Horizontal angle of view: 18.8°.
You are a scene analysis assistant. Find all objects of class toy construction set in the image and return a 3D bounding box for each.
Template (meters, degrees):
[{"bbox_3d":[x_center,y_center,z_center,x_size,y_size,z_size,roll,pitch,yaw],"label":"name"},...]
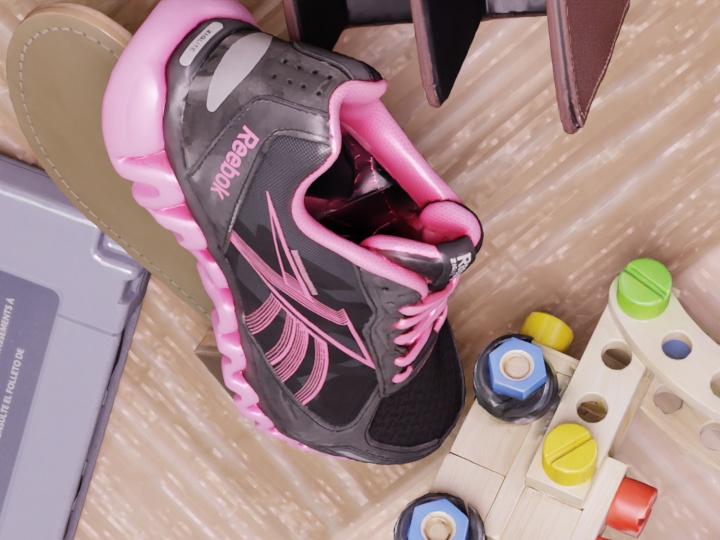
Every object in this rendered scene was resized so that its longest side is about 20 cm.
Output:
[{"bbox_3d":[0.086,0.078,0.697,0.131,0.200,0.092,23,143,13],"label":"toy construction set"}]

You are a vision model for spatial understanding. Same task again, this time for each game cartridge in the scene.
[{"bbox_3d":[-0.160,0.044,0.810,0.133,0.042,0.200,22,117,6],"label":"game cartridge"}]

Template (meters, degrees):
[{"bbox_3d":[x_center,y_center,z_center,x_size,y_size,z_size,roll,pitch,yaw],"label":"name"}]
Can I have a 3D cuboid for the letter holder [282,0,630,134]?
[{"bbox_3d":[0.017,-0.149,0.626,0.100,0.142,0.201,-2,114,12],"label":"letter holder"}]

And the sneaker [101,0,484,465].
[{"bbox_3d":[0.000,0.000,0.666,0.095,0.079,0.200,12,149,34],"label":"sneaker"}]

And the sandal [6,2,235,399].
[{"bbox_3d":[-0.045,-0.030,0.742,0.077,0.070,0.212,2,138,35],"label":"sandal"}]
